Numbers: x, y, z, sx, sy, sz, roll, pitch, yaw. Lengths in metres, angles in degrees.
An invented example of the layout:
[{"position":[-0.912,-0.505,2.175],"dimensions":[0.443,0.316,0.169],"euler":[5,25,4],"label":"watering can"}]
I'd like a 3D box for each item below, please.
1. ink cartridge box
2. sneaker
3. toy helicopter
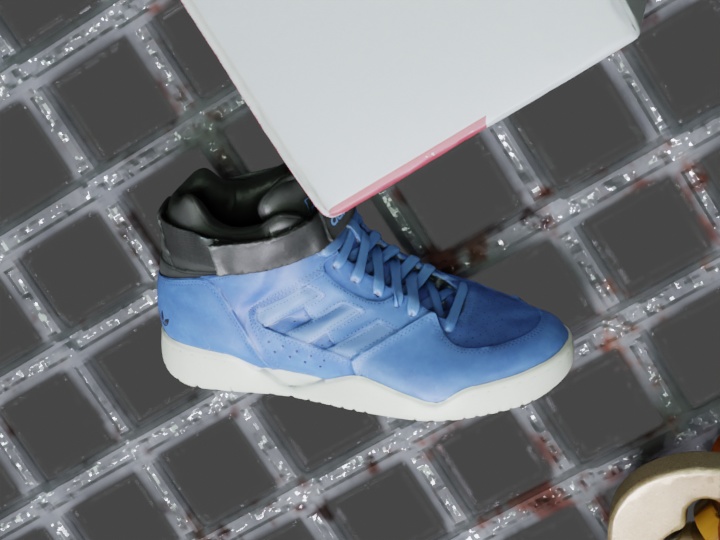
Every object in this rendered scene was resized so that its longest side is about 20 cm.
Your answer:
[{"position":[0.025,-0.140,0.862],"dimensions":[0.145,0.200,0.145],"euler":[-31,100,18],"label":"ink cartridge box"},{"position":[0.000,0.001,0.981],"dimensions":[0.198,0.077,0.112],"euler":[6,120,15],"label":"sneaker"},{"position":[0.173,0.177,1.019],"dimensions":[0.131,0.079,0.201],"euler":[-18,113,13],"label":"toy helicopter"}]
